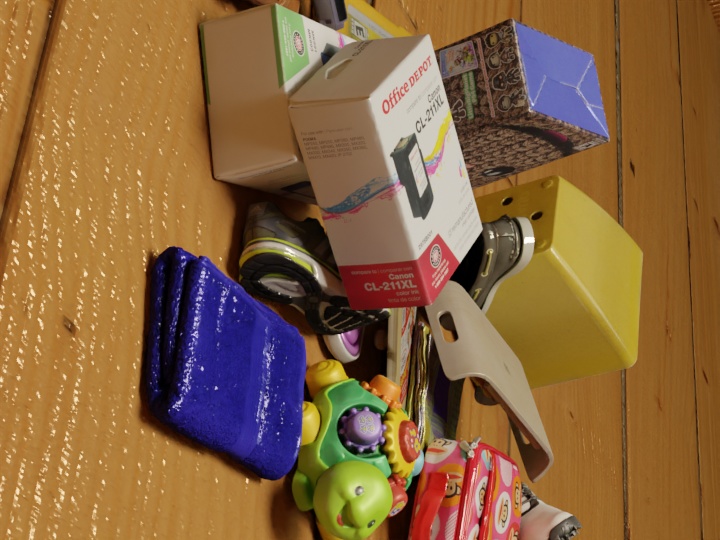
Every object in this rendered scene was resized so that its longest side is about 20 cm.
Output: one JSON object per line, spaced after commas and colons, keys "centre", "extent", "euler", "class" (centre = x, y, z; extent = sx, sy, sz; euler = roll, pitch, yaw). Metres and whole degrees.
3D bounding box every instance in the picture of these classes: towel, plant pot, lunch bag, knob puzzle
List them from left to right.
{"centre": [-0.102, 0.077, 1.260], "extent": [0.200, 0.050, 0.148], "euler": [39, 44, -57], "class": "towel"}
{"centre": [0.034, 0.093, 1.570], "extent": [0.220, 0.030, 0.220], "euler": [3, 90, -82], "class": "knob puzzle"}
{"centre": [0.082, 0.150, 1.650], "extent": [0.200, 0.023, 0.144], "euler": [53, 39, -63], "class": "towel"}
{"centre": [0.097, 0.272, 1.571], "extent": [0.176, 0.082, 0.200], "euler": [39, 58, -60], "class": "lunch bag"}
{"centre": [0.205, 0.006, 1.842], "extent": [0.176, 0.200, 0.200], "euler": [55, 32, -33], "class": "plant pot"}

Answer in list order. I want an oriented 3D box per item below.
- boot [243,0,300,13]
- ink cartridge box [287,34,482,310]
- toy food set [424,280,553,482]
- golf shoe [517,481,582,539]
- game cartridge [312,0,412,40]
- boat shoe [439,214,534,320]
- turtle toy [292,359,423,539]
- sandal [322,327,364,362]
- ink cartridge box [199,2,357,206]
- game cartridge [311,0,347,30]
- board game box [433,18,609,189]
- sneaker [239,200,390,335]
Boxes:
{"centre": [-0.099, -0.335, 1.420], "extent": [0.155, 0.077, 0.200], "euler": [36, 41, -65], "class": "boot"}
{"centre": [0.025, -0.087, 1.357], "extent": [0.146, 0.083, 0.200], "euler": [-52, 132, -51], "class": "ink cartridge box"}
{"centre": [0.130, 0.119, 1.649], "extent": [0.200, 0.060, 0.144], "euler": [49, 17, -38], "class": "toy food set"}
{"centre": [0.165, 0.265, 1.690], "extent": [0.078, 0.200, 0.095], "euler": [-27, 93, -24], "class": "golf shoe"}
{"centre": [0.022, -0.191, 1.636], "extent": [0.200, 0.032, 0.176], "euler": [27, 55, -44], "class": "game cartridge"}
{"centre": [0.119, 0.004, 1.693], "extent": [0.060, 0.202, 0.072], "euler": [1, 60, -24], "class": "boat shoe"}
{"centre": [-0.003, 0.171, 1.383], "extent": [0.200, 0.101, 0.146], "euler": [-57, 132, -59], "class": "turtle toy"}
{"centre": [0.003, 0.004, 1.538], "extent": [0.082, 0.050, 0.203], "euler": [53, 34, -47], "class": "sandal"}
{"centre": [-0.052, -0.145, 1.414], "extent": [0.200, 0.087, 0.145], "euler": [13, 68, -63], "class": "ink cartridge box"}
{"centre": [-0.046, -0.311, 1.475], "extent": [0.200, 0.038, 0.130], "euler": [70, -1, -82], "class": "game cartridge"}
{"centre": [0.120, -0.158, 1.557], "extent": [0.159, 0.200, 0.097], "euler": [10, 67, -51], "class": "board game box"}
{"centre": [-0.037, -0.002, 1.405], "extent": [0.200, 0.074, 0.081], "euler": [36, 42, -50], "class": "sneaker"}
